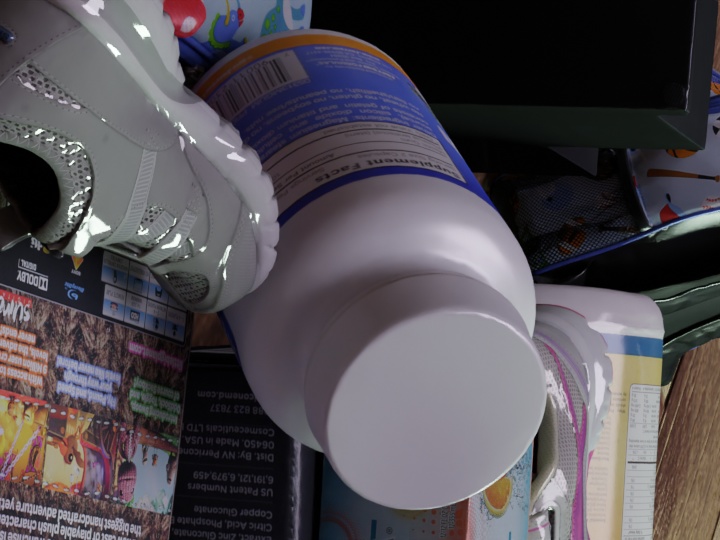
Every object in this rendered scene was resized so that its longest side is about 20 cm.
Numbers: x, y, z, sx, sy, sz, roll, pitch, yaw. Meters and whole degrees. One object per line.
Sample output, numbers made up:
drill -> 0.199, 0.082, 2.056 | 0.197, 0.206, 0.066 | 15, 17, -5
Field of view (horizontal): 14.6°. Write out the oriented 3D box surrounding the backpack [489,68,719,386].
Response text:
backpack -> 0.184, -0.028, 1.623 | 0.200, 0.189, 0.155 | 40, 40, -62

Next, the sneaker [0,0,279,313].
sneaker -> -0.089, -0.036, 0.901 | 0.082, 0.075, 0.200 | -49, 148, -11

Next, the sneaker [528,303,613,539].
sneaker -> 0.060, 0.112, 1.193 | 0.088, 0.081, 0.202 | 13, 72, -65

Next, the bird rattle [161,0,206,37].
bird rattle -> -0.122, -0.135, 0.949 | 0.163, 0.112, 0.201 | -77, 158, -61

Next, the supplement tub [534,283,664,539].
supplement tub -> 0.080, 0.109, 1.443 | 0.144, 0.144, 0.202 | 9, 85, -67

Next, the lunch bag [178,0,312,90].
lunch bag -> -0.076, -0.172, 1.130 | 0.161, 0.082, 0.202 | 35, 59, -60

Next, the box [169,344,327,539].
box -> -0.038, 0.133, 1.198 | 0.196, 0.117, 0.202 | 1, 91, -66

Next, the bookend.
bookend -> 0.097, -0.105, 1.393 | 0.199, 0.199, 0.093 | 22, 72, -65

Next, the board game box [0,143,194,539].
board game box -> -0.137, 0.039, 0.979 | 0.159, 0.096, 0.202 | 25, 69, -65

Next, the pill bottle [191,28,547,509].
pill bottle -> 0.000, 0.000, 1.045 | 0.200, 0.111, 0.113 | -119, -167, -55

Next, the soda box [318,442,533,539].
soda box -> 0.023, 0.148, 1.110 | 0.063, 0.068, 0.202 | 6, 88, -63
